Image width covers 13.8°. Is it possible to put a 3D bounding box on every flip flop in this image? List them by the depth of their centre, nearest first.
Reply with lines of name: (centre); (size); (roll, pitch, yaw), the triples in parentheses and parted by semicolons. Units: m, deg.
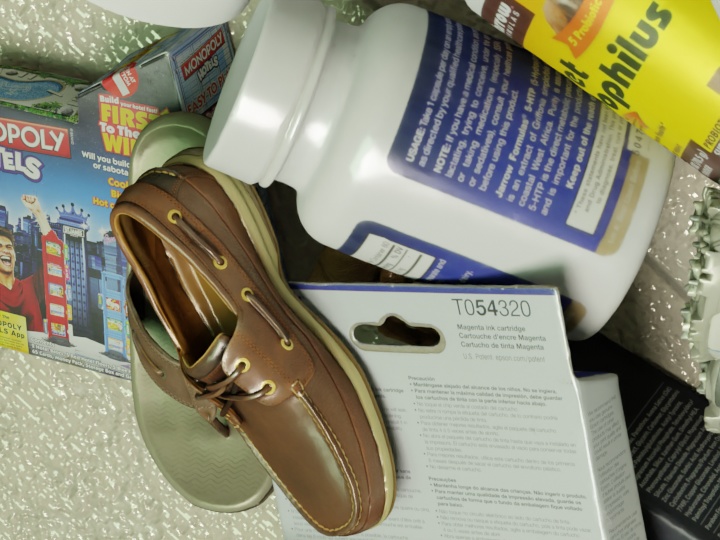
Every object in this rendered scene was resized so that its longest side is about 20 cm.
flip flop: (-0.083, 0.023, 1.464); (0.081, 0.058, 0.201); (-2, 99, 14)

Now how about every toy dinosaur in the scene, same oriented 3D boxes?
toy dinosaur: (0.000, 0.000, 1.503); (0.106, 0.060, 0.200); (43, 105, 3)

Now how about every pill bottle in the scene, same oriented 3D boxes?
pill bottle: (0.122, -0.132, 1.330); (0.200, 0.109, 0.109); (36, 128, 7)
pill bottle: (0.035, -0.056, 1.379); (0.199, 0.120, 0.120); (21, 128, -9)

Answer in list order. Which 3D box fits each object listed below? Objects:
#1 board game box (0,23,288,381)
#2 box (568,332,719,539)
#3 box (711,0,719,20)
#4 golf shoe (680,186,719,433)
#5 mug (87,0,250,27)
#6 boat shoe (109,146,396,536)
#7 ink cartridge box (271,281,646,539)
board game box: (-0.128, -0.045, 1.551); (0.199, 0.062, 0.201); (14, 121, 22)
box: (0.132, 0.140, 1.482); (0.200, 0.104, 0.148); (33, 128, 10)
box: (0.259, -0.128, 1.198); (0.171, 0.200, 0.200); (-18, 108, 33)
golf shoe: (0.199, 0.018, 1.359); (0.097, 0.079, 0.200); (3, 161, 15)
mug: (-0.057, -0.216, 1.374); (0.199, 0.148, 0.176); (22, 123, -14)
boat shoe: (-0.055, 0.041, 1.395); (0.072, 0.067, 0.201); (-30, 90, 43)
ink cartridge box: (0.041, 0.094, 1.415); (0.196, 0.043, 0.201); (2, 109, 38)
